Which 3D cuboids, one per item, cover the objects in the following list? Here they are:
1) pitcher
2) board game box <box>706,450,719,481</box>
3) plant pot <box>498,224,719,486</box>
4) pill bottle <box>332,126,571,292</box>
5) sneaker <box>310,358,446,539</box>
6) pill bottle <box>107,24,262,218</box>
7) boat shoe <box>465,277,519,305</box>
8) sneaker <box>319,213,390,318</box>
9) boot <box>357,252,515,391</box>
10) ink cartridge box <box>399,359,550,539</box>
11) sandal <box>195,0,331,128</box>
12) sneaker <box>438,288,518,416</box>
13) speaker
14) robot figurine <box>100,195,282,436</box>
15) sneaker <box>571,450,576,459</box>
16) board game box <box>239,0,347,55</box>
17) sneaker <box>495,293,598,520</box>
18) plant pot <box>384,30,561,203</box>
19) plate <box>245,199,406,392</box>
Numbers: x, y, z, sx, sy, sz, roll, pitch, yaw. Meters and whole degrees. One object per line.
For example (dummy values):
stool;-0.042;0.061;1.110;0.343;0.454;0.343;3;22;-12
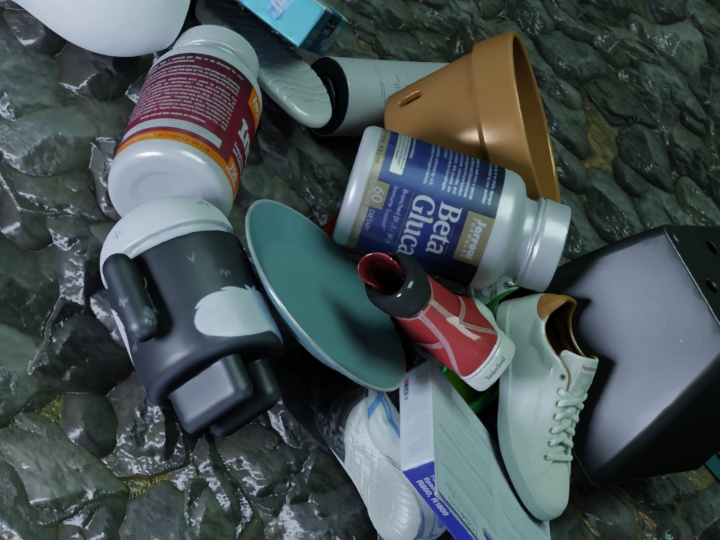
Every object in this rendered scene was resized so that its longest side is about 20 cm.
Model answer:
pitcher;-0.248;-0.269;1.526;0.198;0.171;0.122;14;85;-29
board game box;0.390;0.137;1.808;0.200;0.047;0.151;50;40;6
plant pot;0.284;0.061;1.573;0.199;0.177;0.201;1;55;-49
pill bottle;0.083;-0.049;1.520;0.198;0.112;0.112;17;44;-2
sneaker;0.016;0.150;1.476;0.072;0.072;0.201;11;48;-56
pill bottle;-0.152;-0.130;1.528;0.112;0.113;0.201;30;43;-17
boat shoe;0.148;0.006;1.698;0.070;0.069;0.202;12;51;-37
sneaker;-0.001;0.001;1.583;0.108;0.067;0.201;50;44;4
boot;0.048;0.024;1.492;0.144;0.073;0.200;39;-1;-16
ink cartridge box;0.100;0.203;1.433;0.197;0.043;0.201;53;19;-22
sandal;-0.097;-0.200;1.683;0.082;0.050;0.203;-5;46;-45
sneaker;0.121;0.085;1.581;0.074;0.084;0.200;42;50;0
speaker;0.036;-0.178;1.749;0.199;0.081;0.082;-4;60;-41
robot figurine;-0.141;0.036;1.395;0.124;0.151;0.201;-20;68;-14
sneaker;0.198;0.128;1.647;0.099;0.078;0.199;48;31;14
board game box;-0.113;-0.295;1.666;0.199;0.047;0.151;38;8;3
sneaker;0.170;0.117;1.493;0.072;0.084;0.202;7;73;-51
plant pot;0.108;-0.119;1.653;0.200;0.139;0.202;-13;90;-76
plate;-0.035;0.026;1.440;0.200;0.026;0.201;44;20;-21
